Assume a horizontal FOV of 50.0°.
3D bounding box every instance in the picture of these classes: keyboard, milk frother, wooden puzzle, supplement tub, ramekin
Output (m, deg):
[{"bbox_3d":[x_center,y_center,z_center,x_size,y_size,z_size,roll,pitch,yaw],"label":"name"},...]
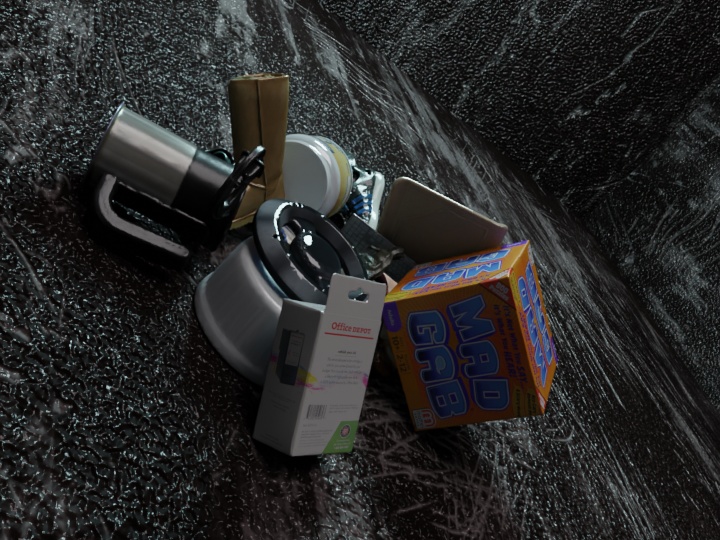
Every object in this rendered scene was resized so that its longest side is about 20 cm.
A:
[{"bbox_3d":[0.052,-0.016,1.292,0.198,0.056,0.011,38,43,-5],"label":"keyboard"},{"bbox_3d":[-0.226,-0.127,0.947,0.185,0.201,0.183,26,35,-17],"label":"milk frother"},{"bbox_3d":[0.123,-0.047,1.272,0.196,0.187,0.038,24,42,3],"label":"wooden puzzle"},{"bbox_3d":[-0.094,-0.150,1.282,0.144,0.145,0.200,43,12,0],"label":"supplement tub"},{"bbox_3d":[-0.108,0.050,1.005,0.199,0.098,0.202,37,23,-18],"label":"ramekin"}]

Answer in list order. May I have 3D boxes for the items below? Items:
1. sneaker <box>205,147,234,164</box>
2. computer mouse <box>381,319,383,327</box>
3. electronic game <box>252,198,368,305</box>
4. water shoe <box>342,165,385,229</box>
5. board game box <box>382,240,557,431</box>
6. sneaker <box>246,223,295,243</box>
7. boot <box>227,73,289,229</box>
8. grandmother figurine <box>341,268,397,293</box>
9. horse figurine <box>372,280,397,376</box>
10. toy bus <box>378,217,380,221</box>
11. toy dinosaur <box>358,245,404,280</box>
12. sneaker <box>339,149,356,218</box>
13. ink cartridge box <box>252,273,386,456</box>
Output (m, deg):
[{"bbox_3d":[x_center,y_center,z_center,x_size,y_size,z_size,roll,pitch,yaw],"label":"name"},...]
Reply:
[{"bbox_3d":[-0.208,-0.140,1.188,0.076,0.079,0.199,48,20,15],"label":"sneaker"},{"bbox_3d":[0.004,0.075,1.257,0.059,0.034,0.199,52,16,29],"label":"computer mouse"},{"bbox_3d":[-0.060,-0.013,1.011,0.198,0.042,0.202,36,30,-24],"label":"electronic game"},{"bbox_3d":[-0.009,-0.109,1.423,0.077,0.072,0.203,21,48,-10],"label":"water shoe"},{"bbox_3d":[0.170,0.094,1.167,0.200,0.196,0.205,-38,114,-64],"label":"board game box"},{"bbox_3d":[-0.085,-0.006,1.178,0.201,0.077,0.085,51,19,15],"label":"sneaker"},{"bbox_3d":[-0.176,-0.171,1.104,0.065,0.205,0.173,21,29,40],"label":"boot"},{"bbox_3d":[0.030,0.023,1.355,0.198,0.061,0.122,6,35,-53],"label":"grandmother figurine"},{"bbox_3d":[0.043,0.096,1.208,0.133,0.049,0.202,51,33,-26],"label":"horse figurine"},{"bbox_3d":[0.119,-0.044,1.533,0.195,0.134,0.200,61,0,-9],"label":"toy bus"},{"bbox_3d":[0.000,0.000,1.199,0.086,0.049,0.200,8,33,27],"label":"toy dinosaur"},{"bbox_3d":[-0.049,-0.190,1.543,0.078,0.076,0.202,24,29,-35],"label":"sneaker"},{"bbox_3d":[-0.044,0.102,0.890,0.066,0.205,0.116,14,1,37],"label":"ink cartridge box"}]
